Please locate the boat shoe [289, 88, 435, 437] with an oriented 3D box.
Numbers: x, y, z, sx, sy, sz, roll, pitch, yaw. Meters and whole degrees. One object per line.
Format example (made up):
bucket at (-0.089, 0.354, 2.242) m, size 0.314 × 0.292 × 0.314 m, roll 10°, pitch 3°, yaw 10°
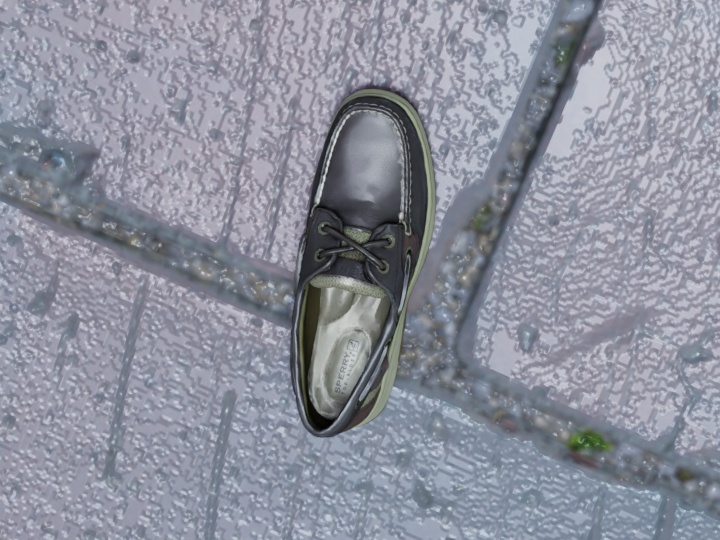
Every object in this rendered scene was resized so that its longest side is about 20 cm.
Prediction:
boat shoe at (0.000, 0.000, 1.551) m, size 0.073 × 0.065 × 0.202 m, roll 7°, pitch 105°, yaw 9°
